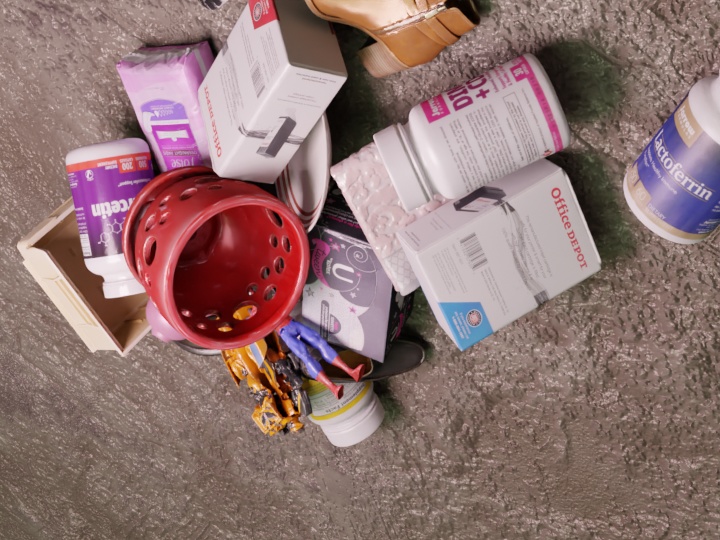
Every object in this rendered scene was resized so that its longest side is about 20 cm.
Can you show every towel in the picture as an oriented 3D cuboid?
[{"bbox_3d":[0.089,-0.092,1.395,0.199,0.032,0.192,-30,115,-2],"label":"towel"}]

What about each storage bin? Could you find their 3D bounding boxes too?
[{"bbox_3d":[-0.348,-0.019,1.657,0.093,0.200,0.199,-5,125,50],"label":"storage bin"}]

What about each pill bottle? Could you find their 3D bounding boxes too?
[{"bbox_3d":[0.122,-0.149,1.295,0.198,0.114,0.114,-25,116,5],"label":"pill bottle"},{"bbox_3d":[-0.321,-0.070,1.550,0.112,0.112,0.202,-7,96,33],"label":"pill bottle"},{"bbox_3d":[0.374,-0.131,1.225,0.115,0.116,0.201,32,134,2],"label":"pill bottle"},{"bbox_3d":[-0.051,0.152,1.699,0.113,0.115,0.201,-12,119,36],"label":"pill bottle"}]

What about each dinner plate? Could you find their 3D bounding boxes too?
[{"bbox_3d":[-0.069,-0.145,1.446,0.024,0.201,0.201,-3,140,-24],"label":"dinner plate"}]

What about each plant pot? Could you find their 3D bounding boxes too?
[{"bbox_3d":[-0.188,-0.029,1.450,0.182,0.199,0.202,37,149,49],"label":"plant pot"}]

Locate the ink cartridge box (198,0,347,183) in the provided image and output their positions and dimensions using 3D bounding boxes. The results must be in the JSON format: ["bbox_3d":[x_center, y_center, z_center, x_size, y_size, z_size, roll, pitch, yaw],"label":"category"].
[{"bbox_3d":[-0.110,-0.222,1.386,0.083,0.145,0.200,7,142,-33],"label":"ink cartridge box"}]

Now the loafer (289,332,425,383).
[{"bbox_3d":[0.004,0.128,1.612,0.072,0.198,0.074,-147,54,-64],"label":"loafer"}]

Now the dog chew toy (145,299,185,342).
[{"bbox_3d":[-0.228,0.008,1.621,0.124,0.201,0.125,29,174,4],"label":"dog chew toy"}]

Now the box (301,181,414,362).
[{"bbox_3d":[0.000,0.000,1.544,0.131,0.115,0.201,19,133,14],"label":"box"}]

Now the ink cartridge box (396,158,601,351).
[{"bbox_3d":[0.165,-0.024,1.379,0.199,0.084,0.146,-30,116,-4],"label":"ink cartridge box"}]

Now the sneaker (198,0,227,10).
[{"bbox_3d":[-0.143,-0.362,1.360,0.199,0.081,0.074,1,126,53],"label":"sneaker"}]

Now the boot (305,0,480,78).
[{"bbox_3d":[0.029,-0.318,1.299,0.154,0.074,0.200,-19,127,40],"label":"boot"}]

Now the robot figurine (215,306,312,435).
[{"bbox_3d":[-0.139,0.140,1.612,0.201,0.058,0.145,60,149,11],"label":"robot figurine"}]

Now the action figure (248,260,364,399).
[{"bbox_3d":[-0.083,0.070,1.524,0.199,0.065,0.099,37,148,21],"label":"action figure"}]

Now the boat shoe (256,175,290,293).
[{"bbox_3d":[-0.106,-0.051,1.592,0.074,0.073,0.201,7,129,24],"label":"boat shoe"}]

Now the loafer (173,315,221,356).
[{"bbox_3d":[-0.196,0.085,1.765,0.198,0.073,0.072,4,124,15],"label":"loafer"}]

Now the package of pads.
[{"bbox_3d":[-0.230,-0.200,1.537,0.119,0.076,0.201,4,128,32],"label":"package of pads"}]
